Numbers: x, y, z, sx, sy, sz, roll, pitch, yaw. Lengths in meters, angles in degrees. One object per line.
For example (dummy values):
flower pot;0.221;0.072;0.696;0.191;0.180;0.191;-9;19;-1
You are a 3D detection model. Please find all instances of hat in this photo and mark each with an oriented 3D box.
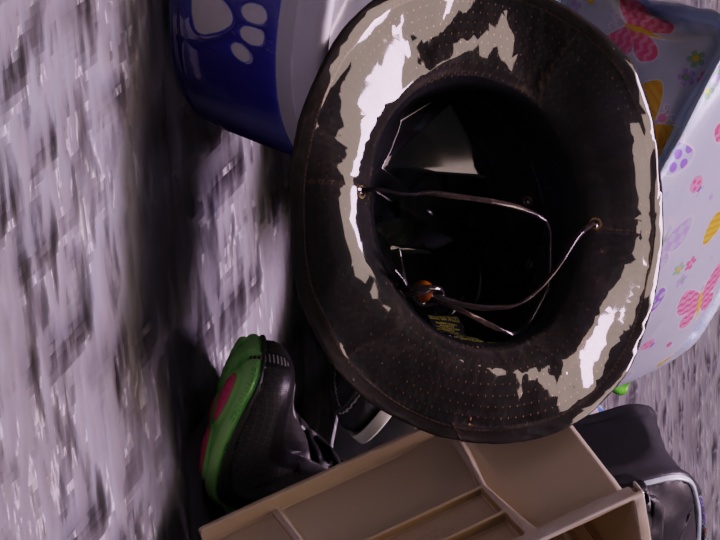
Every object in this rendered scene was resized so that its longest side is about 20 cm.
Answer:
hat;0.040;-0.024;1.313;0.081;0.200;0.202;168;-76;-66

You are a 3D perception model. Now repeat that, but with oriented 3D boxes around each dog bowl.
dog bowl;-0.004;-0.148;1.345;0.200;0.078;0.201;-52;153;-41

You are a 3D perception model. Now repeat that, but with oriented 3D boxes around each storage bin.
storage bin;0.030;0.178;1.336;0.094;0.198;0.201;55;-15;46

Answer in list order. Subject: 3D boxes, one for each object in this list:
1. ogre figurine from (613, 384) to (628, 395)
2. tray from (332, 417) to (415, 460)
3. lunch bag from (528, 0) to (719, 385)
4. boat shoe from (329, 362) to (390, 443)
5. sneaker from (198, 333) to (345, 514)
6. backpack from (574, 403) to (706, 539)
ogre figurine;0.118;0.075;1.911;0.200;0.098;0.121;-13;121;-60
tray;0.016;0.083;1.522;0.107;0.022;0.201;-45;-153;48
lunch bag;0.131;-0.041;1.591;0.201;0.127;0.169;-63;151;-2
boat shoe;0.001;-0.001;1.516;0.074;0.066;0.200;-41;-154;44
sneaker;-0.022;0.101;1.378;0.201;0.083;0.077;74;21;-46
backpack;0.095;0.178;1.639;0.151;0.177;0.201;-125;-156;-59
